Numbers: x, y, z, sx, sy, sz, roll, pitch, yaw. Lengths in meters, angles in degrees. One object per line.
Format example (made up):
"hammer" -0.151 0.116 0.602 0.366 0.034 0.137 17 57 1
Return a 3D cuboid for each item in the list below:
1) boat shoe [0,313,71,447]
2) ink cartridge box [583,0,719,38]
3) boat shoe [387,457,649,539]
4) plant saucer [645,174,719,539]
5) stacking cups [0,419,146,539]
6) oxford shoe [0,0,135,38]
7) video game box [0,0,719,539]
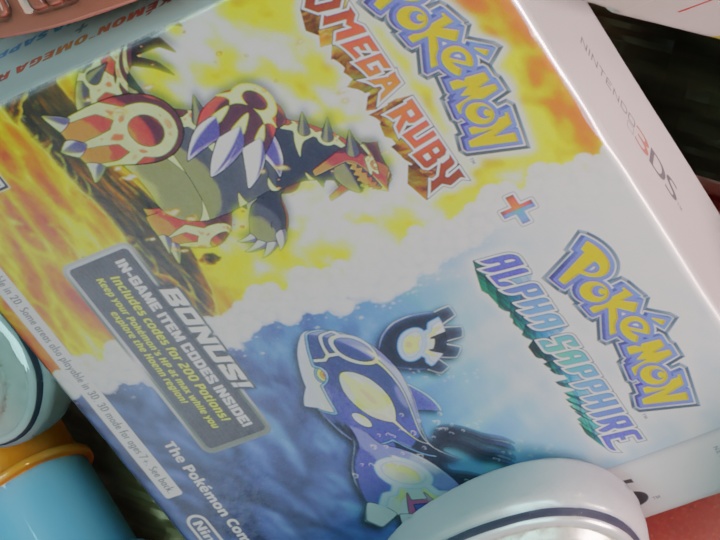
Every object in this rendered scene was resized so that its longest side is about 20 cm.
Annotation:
"boat shoe" -0.187 0.006 0.819 0.199 0.066 0.072 28 117 13
"ink cartridge box" 0.124 -0.109 0.651 0.117 0.200 0.068 -21 80 26
"boat shoe" 0.013 0.134 0.727 0.200 0.071 0.070 -46 28 31
"plant saucer" 0.140 0.088 0.735 0.199 0.037 0.201 17 97 26
"stacking cups" -0.100 0.087 0.847 0.060 0.060 0.200 -39 72 22
"oxford shoe" -0.029 -0.116 0.648 0.199 0.074 0.071 -26 89 20
"video game box" 0.000 0.000 0.700 0.182 0.047 0.200 -24 120 24
